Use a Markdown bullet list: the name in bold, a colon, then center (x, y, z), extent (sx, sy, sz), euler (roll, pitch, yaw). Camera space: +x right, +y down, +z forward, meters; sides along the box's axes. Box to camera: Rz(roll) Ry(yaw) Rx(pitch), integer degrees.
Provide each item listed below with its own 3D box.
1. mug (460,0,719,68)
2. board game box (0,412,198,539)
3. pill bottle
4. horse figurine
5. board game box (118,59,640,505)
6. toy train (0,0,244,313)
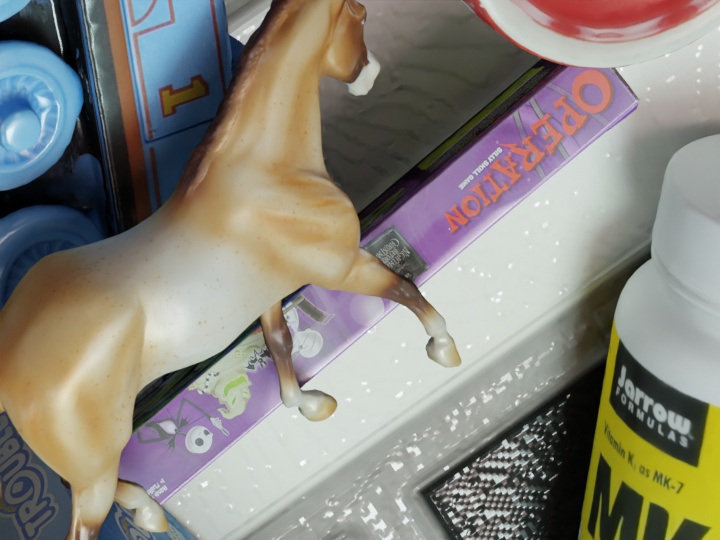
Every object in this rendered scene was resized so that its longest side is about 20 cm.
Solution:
- **mug**: center (0.027, -0.161, 0.810), extent (0.133, 0.200, 0.178), euler (-30, 127, -6)
- **board game box**: center (-0.043, 0.151, 0.957), extent (0.043, 0.200, 0.199), euler (-41, 127, 4)
- **pill bottle**: center (0.141, 0.060, 1.047), extent (0.114, 0.114, 0.201), euler (-6, 120, -22)
- **horse figurine**: center (-0.052, 0.019, 0.828), extent (0.200, 0.050, 0.133), euler (-37, 132, -15)
- **board game box**: center (0.000, 0.000, 0.946), extent (0.200, 0.120, 0.032), euler (-40, 90, 1)
- **toy train**: center (-0.084, -0.066, 0.848), extent (0.114, 0.087, 0.201), euler (-22, 125, -22)
